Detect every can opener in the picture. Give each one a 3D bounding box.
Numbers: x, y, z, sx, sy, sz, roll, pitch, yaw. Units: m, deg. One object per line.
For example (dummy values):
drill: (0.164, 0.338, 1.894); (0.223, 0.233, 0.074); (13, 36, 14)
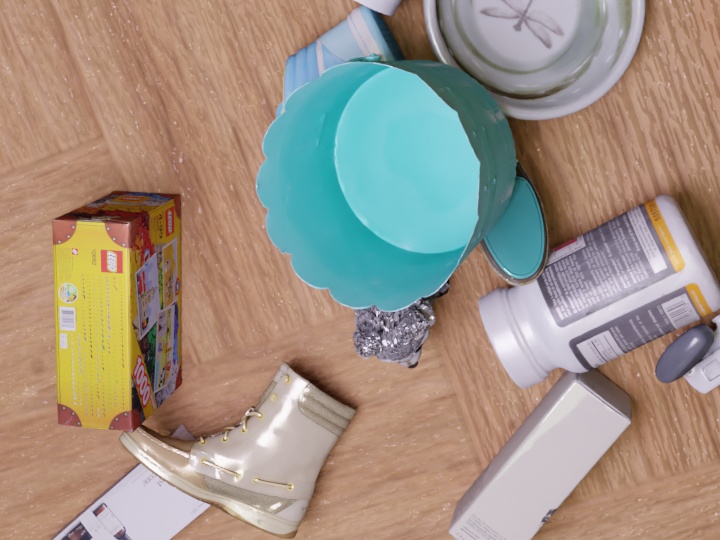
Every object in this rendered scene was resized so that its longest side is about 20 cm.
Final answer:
can opener: (0.339, 0.053, 1.115); (0.053, 0.067, 0.200); (62, 143, 17)

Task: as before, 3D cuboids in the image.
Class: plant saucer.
plant saucer: (0.149, -0.233, 1.114); (0.199, 0.050, 0.201); (-1, 95, -9)

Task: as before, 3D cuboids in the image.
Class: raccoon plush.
raccoon plush: (0.000, 0.000, 1.169); (0.097, 0.134, 0.200); (-41, 93, 18)

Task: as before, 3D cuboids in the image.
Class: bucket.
bucket: (0.027, -0.081, 1.055); (0.206, 0.135, 0.208); (7, 107, 22)

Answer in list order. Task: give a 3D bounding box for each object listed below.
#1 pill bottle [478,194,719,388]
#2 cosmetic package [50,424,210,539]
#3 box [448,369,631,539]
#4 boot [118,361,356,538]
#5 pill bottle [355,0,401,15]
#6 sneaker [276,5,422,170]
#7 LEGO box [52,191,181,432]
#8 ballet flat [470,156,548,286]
pill bottle: (0.216, 0.023, 1.143); (0.199, 0.116, 0.117); (-27, 96, 15)
cosmetic package: (-0.235, 0.257, 1.317); (0.200, 0.051, 0.083); (-42, 94, 16)
box: (0.172, 0.186, 1.208); (0.068, 0.082, 0.200); (37, 108, 1)
boot: (-0.118, 0.154, 1.235); (0.199, 0.073, 0.156); (28, 90, -8)
pill bottle: (0.036, -0.332, 1.098); (0.112, 0.112, 0.201); (28, 106, 3)
sneaker: (-0.002, -0.130, 1.172); (0.130, 0.080, 0.201); (-25, 87, 13)
LEGO box: (-0.231, 0.035, 1.215); (0.077, 0.149, 0.201); (4, 104, 10)
ballet flat: (0.118, -0.078, 1.148); (0.070, 0.071, 0.201); (-23, 80, 15)
